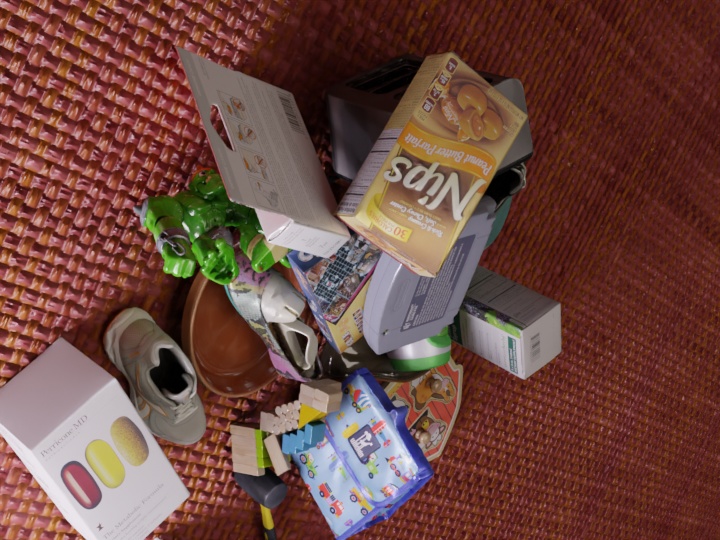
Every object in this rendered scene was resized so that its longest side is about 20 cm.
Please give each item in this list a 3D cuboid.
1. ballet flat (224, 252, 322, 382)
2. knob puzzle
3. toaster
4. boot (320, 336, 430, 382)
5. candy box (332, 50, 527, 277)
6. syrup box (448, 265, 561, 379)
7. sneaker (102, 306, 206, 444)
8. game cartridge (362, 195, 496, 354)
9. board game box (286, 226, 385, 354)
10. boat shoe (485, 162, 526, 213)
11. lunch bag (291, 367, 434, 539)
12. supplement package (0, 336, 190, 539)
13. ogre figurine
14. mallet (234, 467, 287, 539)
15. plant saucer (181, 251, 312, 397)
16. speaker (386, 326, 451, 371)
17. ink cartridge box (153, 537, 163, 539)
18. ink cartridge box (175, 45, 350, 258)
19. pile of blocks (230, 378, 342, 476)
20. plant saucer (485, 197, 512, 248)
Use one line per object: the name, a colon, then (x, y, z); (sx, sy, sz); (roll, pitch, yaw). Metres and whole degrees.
ballet flat: (-0.087, 0.056, 1.371); (0.069, 0.071, 0.200); (-55, 141, -30)
knob puzzle: (0.085, 0.208, 1.719); (0.219, 0.030, 0.221); (-23, 126, -37)
toaster: (0.068, -0.160, 1.395); (0.199, 0.180, 0.119); (-28, 123, -32)
boot: (0.034, 0.090, 1.570); (0.199, 0.075, 0.097); (-12, 121, -40)
candy box: (0.073, -0.108, 1.250); (0.115, 0.055, 0.201); (34, 79, -23)
syrup box: (0.161, 0.055, 1.584); (0.081, 0.200, 0.079); (-31, 130, -32)
sneaker: (-0.209, 0.134, 1.331); (0.076, 0.092, 0.200); (-44, 136, -21)
game cartridge: (0.072, 0.007, 1.378); (0.133, 0.041, 0.201); (-20, 144, -36)
board game box: (0.000, 0.000, 1.360); (0.135, 0.035, 0.200); (-38, 151, -11)
boat shoe: (0.168, -0.111, 1.476); (0.200, 0.071, 0.072); (-51, 134, -35)
lunch bag: (0.010, 0.216, 1.489); (0.094, 0.151, 0.200); (-19, 159, -39)
supplement package: (-0.283, 0.189, 1.271); (0.114, 0.109, 0.201); (-43, 135, -21)
ogre figurine: (-0.151, -0.042, 1.265); (0.200, 0.120, 0.098); (-29, 144, -37)
mallet: (-0.112, 0.324, 1.552); (0.041, 0.066, 0.201); (-35, 132, -30)
plant saucer: (-0.130, 0.045, 1.397); (0.200, 0.032, 0.201); (-27, 126, -43)
speaker: (0.063, 0.019, 1.511); (0.088, 0.088, 0.201); (-13, 98, -41)
ink cartridge box: (-0.210, 0.435, 1.497); (0.145, 0.084, 0.200); (-55, 137, -8)
ink cartridge box: (-0.108, -0.117, 1.231); (0.044, 0.201, 0.173); (-39, 147, 28)
pile of blocks: (-0.074, 0.189, 1.442); (0.062, 0.082, 0.200); (-7, 160, -46)
plant saucer: (0.157, -0.104, 1.574); (0.200, 0.036, 0.201); (-35, 131, -54)
